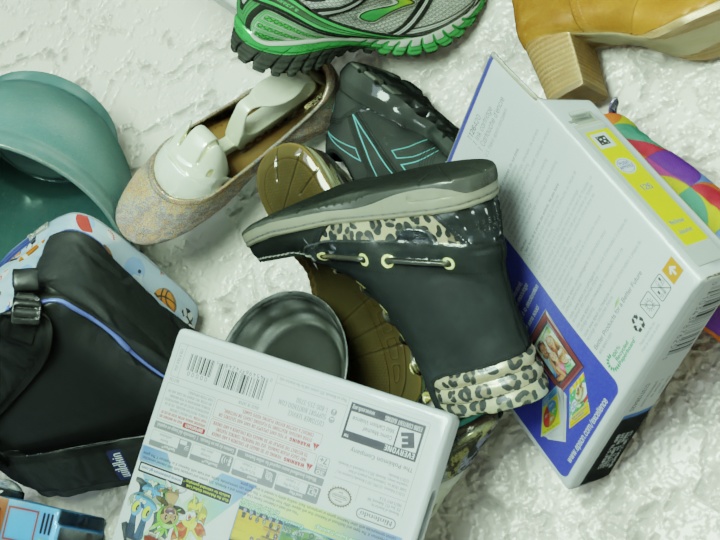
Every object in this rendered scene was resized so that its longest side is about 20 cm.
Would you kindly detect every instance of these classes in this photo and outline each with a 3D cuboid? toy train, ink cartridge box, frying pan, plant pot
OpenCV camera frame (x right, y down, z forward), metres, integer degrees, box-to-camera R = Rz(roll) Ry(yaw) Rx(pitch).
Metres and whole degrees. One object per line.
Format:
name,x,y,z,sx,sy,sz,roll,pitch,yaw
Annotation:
toy train,-0.265,0.256,1.104,0.114,0.087,0.200,7,77,25
ink cartridge box,0.121,-0.001,0.930,0.200,0.047,0.198,56,144,31
frying pan,-0.059,0.107,1.005,0.115,0.031,0.190,4,77,38
plant pot,-0.261,-0.069,1.159,0.200,0.200,0.134,-15,41,25

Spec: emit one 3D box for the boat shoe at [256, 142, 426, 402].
boat shoe,0.000,0.000,1.038,0.073,0.065,0.200,-26,87,33

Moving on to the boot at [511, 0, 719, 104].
boot,0.189,-0.205,1.003,0.201,0.071,0.144,-22,67,27

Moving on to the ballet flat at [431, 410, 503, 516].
ballet flat,0.016,0.139,0.998,0.200,0.072,0.072,-20,65,27

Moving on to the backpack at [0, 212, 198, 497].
backpack,-0.218,0.065,1.082,0.190,0.200,0.154,-30,31,24

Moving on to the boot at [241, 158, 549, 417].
boot,0.020,0.019,0.949,0.203,0.073,0.154,-10,104,43

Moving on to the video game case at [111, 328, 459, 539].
video game case,-0.055,0.149,0.943,0.200,0.022,0.183,16,86,24

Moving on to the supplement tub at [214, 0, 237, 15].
supplement tub,-0.053,-0.287,1.124,0.144,0.144,0.200,38,94,33

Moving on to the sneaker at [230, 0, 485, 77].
sneaker,0.008,-0.197,1.055,0.200,0.085,0.078,-18,53,-25

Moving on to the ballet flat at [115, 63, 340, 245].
ballet flat,-0.096,-0.095,1.085,0.200,0.067,0.068,-39,75,-17

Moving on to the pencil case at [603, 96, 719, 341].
pencil case,0.203,-0.022,0.930,0.088,0.088,0.200,-50,58,6

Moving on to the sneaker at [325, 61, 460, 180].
sneaker,0.048,-0.071,1.051,0.200,0.075,0.079,42,111,38
